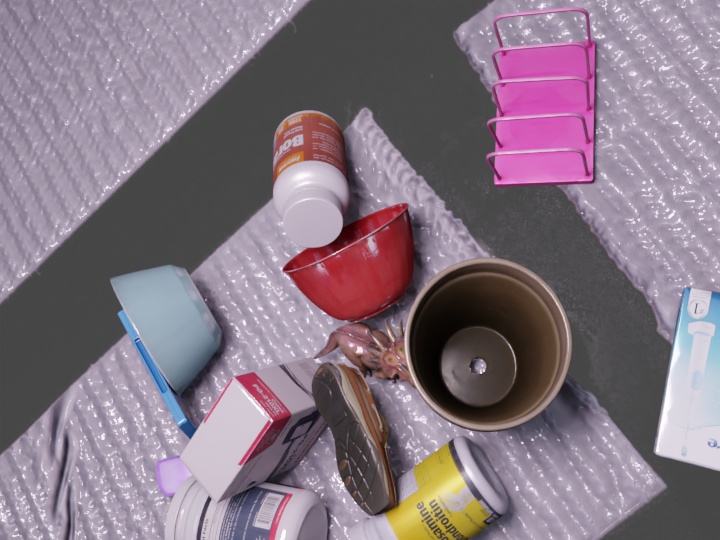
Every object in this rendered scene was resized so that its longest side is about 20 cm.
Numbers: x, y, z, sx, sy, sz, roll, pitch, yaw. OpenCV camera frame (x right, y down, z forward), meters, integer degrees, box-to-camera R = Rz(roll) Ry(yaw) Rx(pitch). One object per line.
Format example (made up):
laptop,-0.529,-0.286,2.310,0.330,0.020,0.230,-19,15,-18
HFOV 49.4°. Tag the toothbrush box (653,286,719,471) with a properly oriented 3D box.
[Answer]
toothbrush box,0.439,0.137,0.930,0.143,0.085,0.205,9,82,22

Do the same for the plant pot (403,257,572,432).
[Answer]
plant pot,0.154,0.105,0.987,0.195,0.174,0.205,-1,75,5

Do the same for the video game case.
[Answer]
video game case,-0.297,0.165,1.183,0.018,0.144,0.202,-30,68,-12

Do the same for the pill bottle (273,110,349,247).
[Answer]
pill bottle,-0.071,-0.131,1.125,0.110,0.113,0.202,-23,40,15

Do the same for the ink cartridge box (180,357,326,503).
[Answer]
ink cartridge box,-0.126,0.209,1.061,0.084,0.199,0.146,41,108,19

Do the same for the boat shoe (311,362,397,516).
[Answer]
boat shoe,0.005,0.209,1.013,0.075,0.073,0.204,-39,63,38

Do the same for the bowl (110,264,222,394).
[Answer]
bowl,-0.280,0.073,1.181,0.104,0.202,0.202,-31,68,-10

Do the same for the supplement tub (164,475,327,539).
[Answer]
supplement tub,-0.155,0.362,1.086,0.195,0.140,0.144,4,81,22

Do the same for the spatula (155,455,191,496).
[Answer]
spatula,-0.223,0.294,1.191,0.196,0.021,0.058,-20,71,16

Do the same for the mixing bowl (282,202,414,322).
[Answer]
mixing bowl,0.000,0.000,1.091,0.197,0.200,0.110,-24,101,15

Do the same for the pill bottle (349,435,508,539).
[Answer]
pill bottle,0.086,0.315,1.017,0.199,0.112,0.113,-38,69,10

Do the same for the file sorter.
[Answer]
file sorter,0.243,-0.232,1.060,0.136,0.125,0.205,0,79,20

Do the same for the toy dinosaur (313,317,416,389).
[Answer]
toy dinosaur,0.015,0.105,1.074,0.196,0.135,0.088,9,82,23
